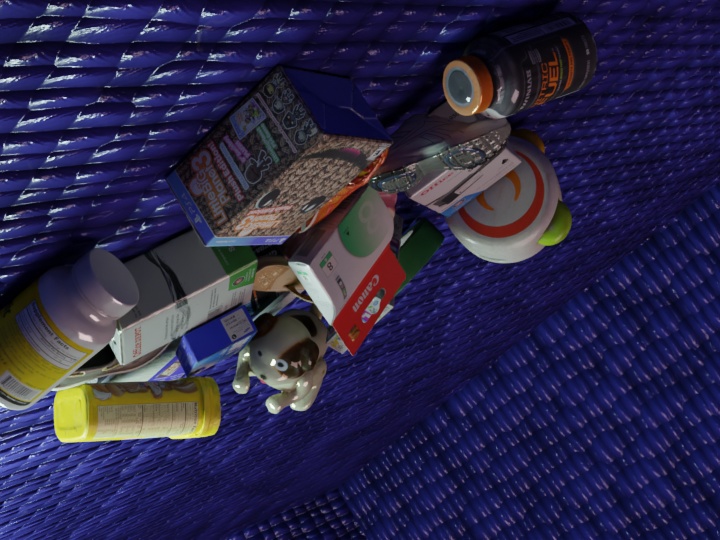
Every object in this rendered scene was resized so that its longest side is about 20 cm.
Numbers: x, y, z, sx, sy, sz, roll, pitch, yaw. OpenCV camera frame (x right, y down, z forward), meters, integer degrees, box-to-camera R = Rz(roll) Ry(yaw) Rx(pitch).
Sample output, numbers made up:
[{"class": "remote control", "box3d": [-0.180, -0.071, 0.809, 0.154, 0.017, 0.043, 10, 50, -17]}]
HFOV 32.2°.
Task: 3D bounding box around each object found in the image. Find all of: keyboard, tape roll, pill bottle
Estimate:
[{"class": "keyboard", "box3d": [-0.106, 0.039, 1.885, 0.200, 0.011, 0.056, -39, 166, 35]}, {"class": "tape roll", "box3d": [0.054, 0.000, 2.056, 0.201, 0.048, 0.200, -47, -176, 4]}, {"class": "pill bottle", "box3d": [0.198, -0.255, 1.578, 0.199, 0.107, 0.106, -23, 162, -33]}, {"class": "pill bottle", "box3d": [-0.356, 0.065, 1.453, 0.199, 0.112, 0.111, -37, 164, 17]}]

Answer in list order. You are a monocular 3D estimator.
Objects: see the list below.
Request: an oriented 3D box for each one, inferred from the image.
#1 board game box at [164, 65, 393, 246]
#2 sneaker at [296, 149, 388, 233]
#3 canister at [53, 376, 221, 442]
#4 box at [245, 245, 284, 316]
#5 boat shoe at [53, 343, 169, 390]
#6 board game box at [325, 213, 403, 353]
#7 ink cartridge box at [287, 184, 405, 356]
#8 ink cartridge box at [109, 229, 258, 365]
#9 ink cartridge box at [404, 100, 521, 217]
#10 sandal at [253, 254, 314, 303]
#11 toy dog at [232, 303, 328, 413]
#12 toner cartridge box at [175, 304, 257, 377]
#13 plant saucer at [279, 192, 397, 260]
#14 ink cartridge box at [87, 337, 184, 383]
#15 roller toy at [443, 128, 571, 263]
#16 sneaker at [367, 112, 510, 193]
[{"class": "board game box", "box3d": [-0.091, -0.125, 1.419, 0.200, 0.097, 0.159, -40, 163, 26]}, {"class": "sneaker", "box3d": [-0.033, -0.125, 1.625, 0.200, 0.073, 0.077, -36, -178, 38]}, {"class": "canister", "box3d": [-0.319, 0.199, 1.772, 0.199, 0.087, 0.148, 1, 171, -33]}, {"class": "box", "box3d": [-0.184, 0.031, 1.811, 0.158, 0.046, 0.200, -30, 166, -10]}, {"class": "boat shoe", "box3d": [-0.339, 0.104, 1.681, 0.200, 0.073, 0.060, -22, 167, -23]}, {"class": "board game box", "box3d": [0.007, 0.015, 1.929, 0.134, 0.034, 0.201, -43, -155, 37]}, {"class": "ink cartridge box", "box3d": [0.000, 0.000, 1.733, 0.050, 0.201, 0.161, 8, -127, 43]}, {"class": "ink cartridge box", "box3d": [-0.241, 0.026, 1.613, 0.199, 0.083, 0.147, -28, 165, -20]}, {"class": "ink cartridge box", "box3d": [0.132, -0.161, 1.781, 0.144, 0.085, 0.200, -37, 164, 13]}, {"class": "sandal", "box3d": [-0.073, 0.023, 1.753, 0.211, 0.070, 0.078, 0, 138, -49]}, {"class": "toy dog", "box3d": [-0.107, 0.126, 1.897, 0.194, 0.139, 0.200, -47, 173, 1]}, {"class": "toner cartridge box", "box3d": [-0.206, 0.102, 1.755, 0.094, 0.043, 0.200, -26, 175, -15]}, {"class": "plant saucer", "box3d": [-0.025, -0.065, 1.830, 0.200, 0.051, 0.201, -30, 164, -10]}, {"class": "ink cartridge box", "box3d": [-0.343, 0.159, 1.900, 0.200, 0.044, 0.198, -42, 162, 24]}, {"class": "roller toy", "box3d": [0.220, -0.110, 1.935, 0.181, 0.202, 0.140, -21, 167, 9]}, {"class": "sneaker", "box3d": [0.096, -0.169, 1.612, 0.198, 0.088, 0.075, -15, 155, 12]}]
